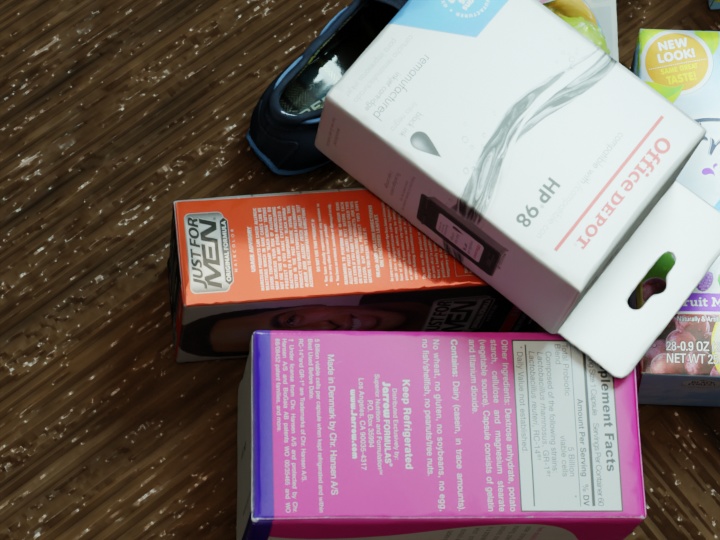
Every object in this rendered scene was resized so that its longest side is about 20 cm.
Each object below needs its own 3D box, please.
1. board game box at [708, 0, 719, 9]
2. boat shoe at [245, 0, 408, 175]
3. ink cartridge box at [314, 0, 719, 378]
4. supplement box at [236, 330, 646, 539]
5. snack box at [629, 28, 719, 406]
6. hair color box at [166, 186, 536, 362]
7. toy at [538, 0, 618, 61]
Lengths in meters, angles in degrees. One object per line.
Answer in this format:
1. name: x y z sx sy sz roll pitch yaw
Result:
1. board game box: 0.256 -0.262 1.323 0.104 0.103 0.202 1 71 -7
2. boat shoe: 0.026 -0.124 1.266 0.084 0.069 0.200 41 70 7
3. ink cartridge box: 0.090 -0.055 1.147 0.199 0.067 0.116 38 69 7
4. supplement box: 0.038 0.093 1.179 0.198 0.101 0.104 2 71 -7
5. snack box: 0.231 -0.028 1.255 0.167 0.068 0.202 1 70 0
6. hair color box: 0.000 0.000 1.206 0.198 0.102 0.062 -4 71 -8
7. toy: 0.094 -0.124 1.232 0.114 0.047 0.202 -9 102 -17
